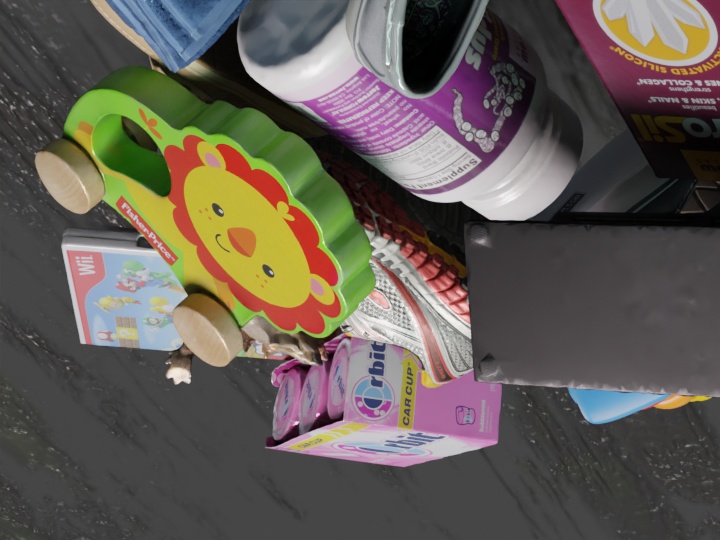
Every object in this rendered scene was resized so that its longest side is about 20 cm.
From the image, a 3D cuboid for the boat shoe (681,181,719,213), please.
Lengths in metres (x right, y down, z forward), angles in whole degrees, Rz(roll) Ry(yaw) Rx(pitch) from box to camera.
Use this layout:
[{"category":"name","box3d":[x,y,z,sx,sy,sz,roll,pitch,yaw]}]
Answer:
[{"category":"boat shoe","box3d":[0.268,-0.019,1.297,0.199,0.075,0.073,4,149,5]}]

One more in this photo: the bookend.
[{"category":"bookend","box3d":[0.189,-0.002,1.133,0.198,0.092,0.200,2,-166,27]}]

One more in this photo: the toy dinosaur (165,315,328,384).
[{"category":"toy dinosaur","box3d":[-0.089,-0.013,1.344,0.086,0.136,0.201,-11,106,9]}]

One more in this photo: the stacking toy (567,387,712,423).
[{"category":"stacking toy","box3d":[0.246,0.048,1.404,0.200,0.116,0.110,6,160,-29]}]

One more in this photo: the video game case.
[{"category":"video game case","box3d":[-0.109,0.020,1.471,0.199,0.017,0.143,5,149,2]}]

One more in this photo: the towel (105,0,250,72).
[{"category":"towel","box3d":[-0.110,-0.200,1.035,0.048,0.112,0.200,30,166,40]}]

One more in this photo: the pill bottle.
[{"category":"pill bottle","box3d":[0.035,-0.107,1.152,0.112,0.113,0.200,-22,140,37]}]

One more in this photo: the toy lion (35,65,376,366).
[{"category":"toy lion","box3d":[-0.083,-0.039,1.171,0.200,0.069,0.192,47,150,1]}]

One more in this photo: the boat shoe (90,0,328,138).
[{"category":"boat shoe","box3d":[-0.092,-0.125,1.183,0.064,0.071,0.200,-22,141,35]}]

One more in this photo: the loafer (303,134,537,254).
[{"category":"loafer","box3d":[0.028,-0.045,1.307,0.199,0.075,0.070,15,161,-5]}]

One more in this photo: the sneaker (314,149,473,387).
[{"category":"sneaker","box3d":[0.000,0.000,1.233,0.200,0.078,0.082,39,109,-12]}]

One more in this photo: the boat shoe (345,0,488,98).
[{"category":"boat shoe","box3d":[0.053,-0.177,1.001,0.070,0.072,0.201,5,118,-30]}]

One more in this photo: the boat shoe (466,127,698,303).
[{"category":"boat shoe","box3d":[0.154,-0.023,1.213,0.068,0.200,0.072,50,167,-20]}]

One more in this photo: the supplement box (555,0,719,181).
[{"category":"supplement box","box3d":[0.180,-0.138,1.063,0.110,0.086,0.200,5,147,37]}]

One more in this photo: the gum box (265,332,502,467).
[{"category":"gum box","box3d":[0.012,0.096,1.471,0.113,0.066,0.200,9,167,-17]}]
